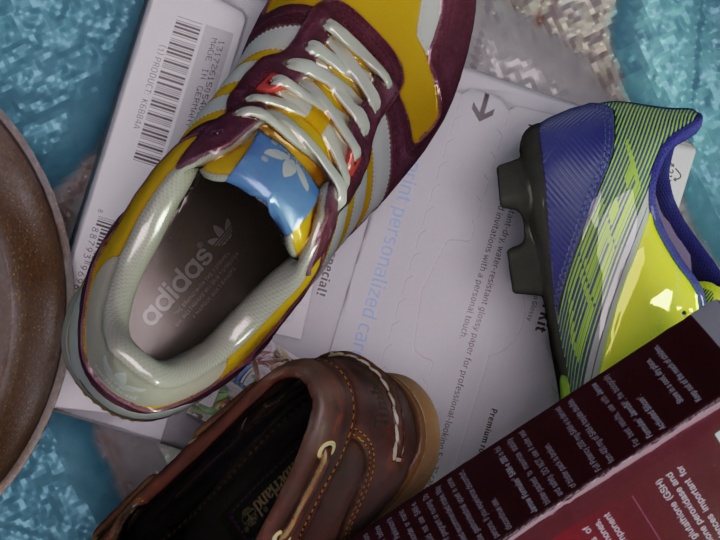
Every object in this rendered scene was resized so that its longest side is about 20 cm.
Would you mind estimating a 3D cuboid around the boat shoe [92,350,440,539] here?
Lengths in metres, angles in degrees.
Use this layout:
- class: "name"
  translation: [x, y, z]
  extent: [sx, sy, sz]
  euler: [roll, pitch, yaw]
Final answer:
- class: "boat shoe"
  translation: [-0.061, 0.101, 0.790]
  extent: [0.200, 0.070, 0.070]
  euler: [-50, 61, 16]

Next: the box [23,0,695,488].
- class: "box"
  translation: [0.000, 0.000, 0.844]
  extent: [0.199, 0.041, 0.157]
  euler: [17, 89, -9]

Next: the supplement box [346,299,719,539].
- class: "supplement box"
  translation: [0.060, 0.112, 0.746]
  extent: [0.199, 0.061, 0.109]
  euler: [-33, 112, 1]

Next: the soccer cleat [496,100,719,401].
- class: "soccer cleat"
  translation: [0.100, 0.042, 0.806]
  extent: [0.083, 0.065, 0.202]
  euler: [-11, 94, 6]

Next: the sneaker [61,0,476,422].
- class: "sneaker"
  translation: [-0.019, -0.037, 0.769]
  extent: [0.075, 0.090, 0.201]
  euler: [33, 79, -8]

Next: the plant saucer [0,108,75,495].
- class: "plant saucer"
  translation: [-0.193, 0.013, 0.793]
  extent: [0.199, 0.032, 0.202]
  euler: [3, 72, -8]
